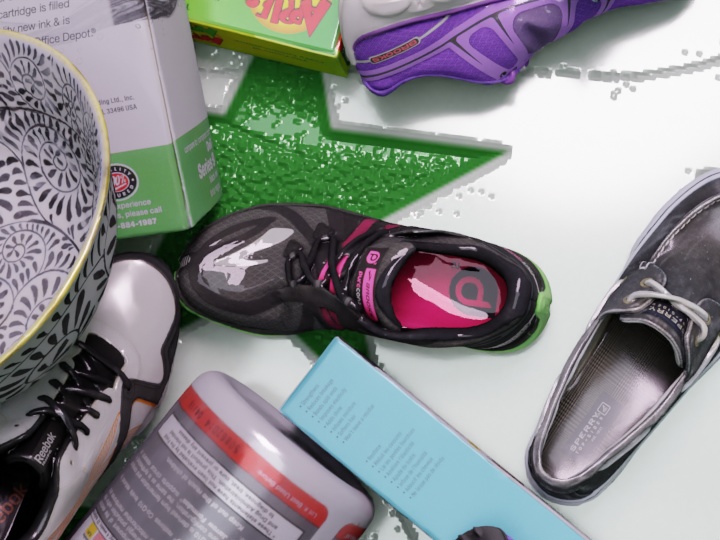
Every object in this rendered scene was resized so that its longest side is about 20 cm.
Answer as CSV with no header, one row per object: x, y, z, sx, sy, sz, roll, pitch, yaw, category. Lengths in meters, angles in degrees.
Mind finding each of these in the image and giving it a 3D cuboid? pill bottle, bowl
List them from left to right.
-0.186,-0.004,0.714,0.200,0.094,0.202,-10,59,17,bowl
-0.095,0.160,0.771,0.116,0.116,0.200,39,88,9,pill bottle

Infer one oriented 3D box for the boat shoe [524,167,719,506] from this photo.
0.153,0.035,0.781,0.072,0.071,0.201,30,87,9,boat shoe

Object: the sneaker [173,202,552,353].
0.000,0.000,0.795,0.199,0.084,0.077,3,83,6,sneaker

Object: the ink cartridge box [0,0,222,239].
-0.163,-0.116,0.790,0.145,0.084,0.201,-7,104,11,ink cartridge box

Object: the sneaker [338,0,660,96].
0.086,-0.142,0.819,0.199,0.084,0.081,-13,38,-6,sneaker

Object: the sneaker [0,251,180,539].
-0.142,0.074,0.749,0.074,0.080,0.201,30,66,-7,sneaker

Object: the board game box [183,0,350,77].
-0.092,-0.182,0.846,0.199,0.048,0.102,14,86,8,board game box

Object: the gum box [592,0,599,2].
0.107,-0.256,0.794,0.170,0.045,0.200,-40,70,-19,gum box

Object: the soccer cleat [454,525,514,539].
0.052,0.201,0.739,0.073,0.068,0.201,14,124,-7,soccer cleat

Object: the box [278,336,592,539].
0.054,0.116,0.777,0.200,0.082,0.049,38,88,9,box
